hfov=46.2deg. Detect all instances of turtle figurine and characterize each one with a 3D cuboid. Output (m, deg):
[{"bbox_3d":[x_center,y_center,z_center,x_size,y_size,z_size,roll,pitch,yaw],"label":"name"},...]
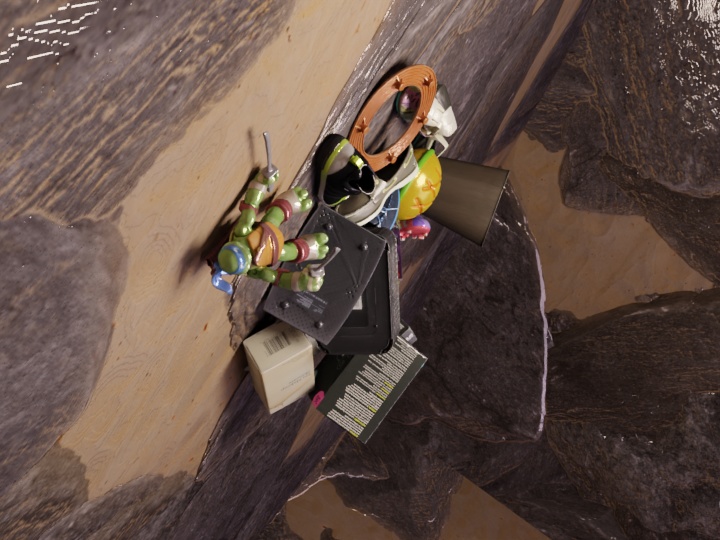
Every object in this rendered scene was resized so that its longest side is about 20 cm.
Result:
[{"bbox_3d":[-0.080,-0.052,1.024,0.201,0.143,0.194,-56,175,19],"label":"turtle figurine"}]

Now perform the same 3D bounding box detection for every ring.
[{"bbox_3d":[0.054,-0.231,1.322,0.200,0.019,0.201,-39,156,-21],"label":"ring"}]

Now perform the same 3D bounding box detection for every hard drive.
[{"bbox_3d":[-0.058,0.005,1.357,0.201,0.134,0.042,-60,-175,15],"label":"hard drive"}]

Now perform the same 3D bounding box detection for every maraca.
[{"bbox_3d":[0.086,-0.147,1.628,0.201,0.106,0.137,-59,171,13],"label":"maraca"}]

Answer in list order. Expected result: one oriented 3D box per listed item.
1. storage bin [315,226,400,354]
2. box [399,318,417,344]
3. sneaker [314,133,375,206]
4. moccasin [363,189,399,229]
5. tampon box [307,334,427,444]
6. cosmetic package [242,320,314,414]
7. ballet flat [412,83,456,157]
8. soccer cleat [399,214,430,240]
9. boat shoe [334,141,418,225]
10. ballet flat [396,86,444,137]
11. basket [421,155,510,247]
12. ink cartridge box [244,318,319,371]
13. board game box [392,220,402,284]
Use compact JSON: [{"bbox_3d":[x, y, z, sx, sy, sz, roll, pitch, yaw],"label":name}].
[{"bbox_3d":[-0.007,0.033,1.431,0.094,0.133,0.203,-45,133,-76],"label":"storage bin"},{"bbox_3d":[0.001,0.134,1.781,0.160,0.200,0.044,-40,133,-7],"label":"box"},{"bbox_3d":[-0.019,-0.128,1.245,0.072,0.082,0.200,-54,170,-9],"label":"sneaker"},{"bbox_3d":[0.017,-0.085,1.513,0.068,0.080,0.202,41,62,-57],"label":"moccasin"},{"bbox_3d":[0.005,0.195,1.608,0.201,0.126,0.150,-53,-164,-1],"label":"tampon box"},{"bbox_3d":[-0.141,0.169,1.492,0.103,0.073,0.201,-28,155,-15],"label":"cosmetic package"},{"bbox_3d":[0.149,-0.274,1.642,0.068,0.068,0.201,-48,167,-34],"label":"ballet flat"},{"bbox_3d":[0.100,-0.107,1.823,0.200,0.066,0.078,175,-78,-76],"label":"soccer cleat"},{"bbox_3d":[0.022,-0.148,1.436,0.202,0.072,0.061,-44,145,-25],"label":"boat shoe"},{"bbox_3d":[0.111,-0.272,1.458,0.070,0.071,0.200,-56,170,3],"label":"ballet flat"},{"bbox_3d":[0.191,-0.163,1.761,0.136,0.198,0.182,-60,169,-49],"label":"basket"},{"bbox_3d":[-0.114,0.117,1.579,0.199,0.050,0.161,-40,153,14],"label":"ink cartridge box"},{"bbox_3d":[0.058,-0.036,1.766,0.121,0.032,0.202,104,-13,-56],"label":"board game box"}]
